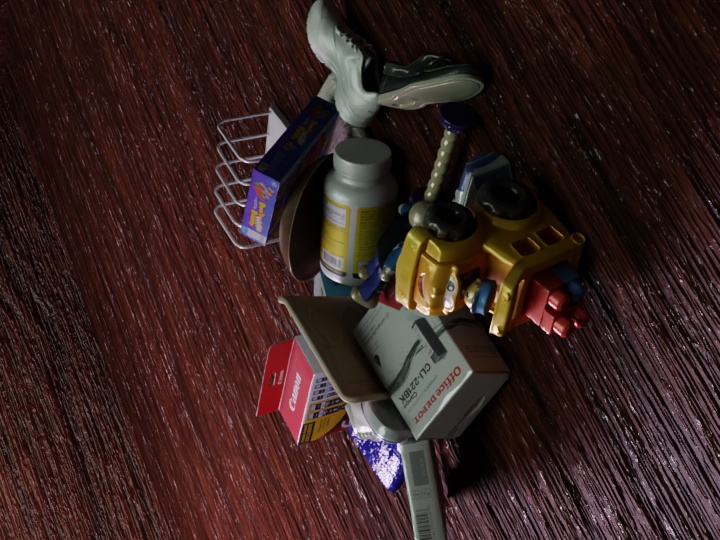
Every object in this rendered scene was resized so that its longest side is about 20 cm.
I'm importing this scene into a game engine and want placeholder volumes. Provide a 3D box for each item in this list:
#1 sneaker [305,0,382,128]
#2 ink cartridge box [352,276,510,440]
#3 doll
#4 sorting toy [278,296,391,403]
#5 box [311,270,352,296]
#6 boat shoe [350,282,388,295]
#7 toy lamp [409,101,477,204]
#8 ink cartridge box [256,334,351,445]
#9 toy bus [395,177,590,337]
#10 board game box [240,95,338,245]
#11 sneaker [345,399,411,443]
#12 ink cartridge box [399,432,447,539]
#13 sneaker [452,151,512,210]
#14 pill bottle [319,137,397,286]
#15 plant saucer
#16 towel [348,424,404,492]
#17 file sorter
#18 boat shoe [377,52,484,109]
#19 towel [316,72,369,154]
[{"bbox_3d":[-0.012,-0.313,1.666,0.087,0.074,0.202,-33,79,51],"label":"sneaker"},{"bbox_3d":[0.095,0.113,1.582,0.145,0.083,0.201,-54,52,30],"label":"ink cartridge box"},{"bbox_3d":[0.047,-0.033,1.520,0.200,0.048,0.137,-53,16,53],"label":"doll"},{"bbox_3d":[-0.015,0.114,1.646,0.037,0.184,0.201,-49,62,25],"label":"sorting toy"},{"bbox_3d":[-0.040,0.048,1.842,0.201,0.049,0.083,-107,17,-53],"label":"box"},{"bbox_3d":[0.000,0.000,1.783,0.200,0.066,0.057,43,150,39],"label":"boat shoe"},{"bbox_3d":[0.105,-0.131,1.520,0.058,0.058,0.201,56,146,34],"label":"toy lamp"},{"bbox_3d":[-0.071,0.192,1.903,0.084,0.174,0.201,56,149,34],"label":"ink cartridge box"},{"bbox_3d":[0.166,0.010,1.318,0.192,0.199,0.137,46,143,33],"label":"toy bus"},{"bbox_3d":[-0.106,-0.152,1.713,0.044,0.201,0.135,27,138,7],"label":"board game box"},{"bbox_3d":[0.025,0.213,1.635,0.200,0.072,0.072,-124,50,-73],"label":"sneaker"},{"bbox_3d":[0.092,0.298,1.667,0.200,0.049,0.163,-79,-21,-82],"label":"ink cartridge box"},{"bbox_3d":[0.128,-0.066,1.476,0.115,0.080,0.201,44,142,44],"label":"sneaker"},{"bbox_3d":[-0.002,-0.088,1.692,0.112,0.111,0.202,46,142,45],"label":"pill bottle"},{"bbox_3d":[-0.074,-0.084,1.722,0.036,0.201,0.202,17,126,19],"label":"plant saucer"},{"bbox_3d":[0.040,0.251,1.854,0.148,0.049,0.201,59,150,33],"label":"towel"},{"bbox_3d":[-0.181,-0.158,2.006,0.139,0.123,0.201,53,147,39],"label":"file sorter"},{"bbox_3d":[0.088,-0.252,1.479,0.199,0.071,0.068,4,82,58],"label":"boat shoe"},{"bbox_3d":[-0.047,-0.211,1.811,0.134,0.034,0.200,67,153,16],"label":"towel"}]
